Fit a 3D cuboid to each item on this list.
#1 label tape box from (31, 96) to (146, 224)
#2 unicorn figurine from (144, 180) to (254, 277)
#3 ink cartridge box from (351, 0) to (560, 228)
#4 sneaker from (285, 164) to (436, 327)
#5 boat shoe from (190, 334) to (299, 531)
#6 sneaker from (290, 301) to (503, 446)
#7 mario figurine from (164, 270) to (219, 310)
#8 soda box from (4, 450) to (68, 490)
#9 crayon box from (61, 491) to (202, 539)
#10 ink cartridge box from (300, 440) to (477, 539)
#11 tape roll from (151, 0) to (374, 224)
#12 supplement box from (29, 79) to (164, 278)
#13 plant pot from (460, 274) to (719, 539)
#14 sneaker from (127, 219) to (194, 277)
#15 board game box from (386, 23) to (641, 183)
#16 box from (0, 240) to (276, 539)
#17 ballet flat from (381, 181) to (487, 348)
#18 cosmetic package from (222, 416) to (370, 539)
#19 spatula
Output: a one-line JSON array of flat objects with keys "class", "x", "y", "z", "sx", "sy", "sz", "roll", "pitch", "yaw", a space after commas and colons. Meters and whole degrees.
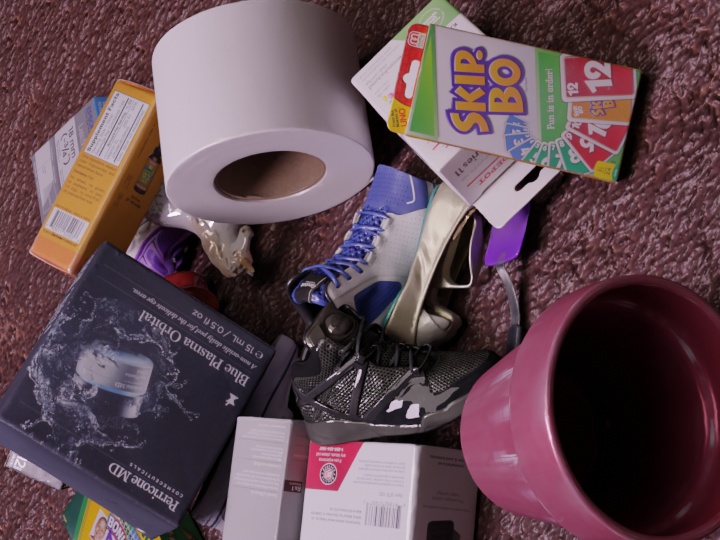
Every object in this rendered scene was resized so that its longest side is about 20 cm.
[{"class": "label tape box", "x": -0.282, "y": -0.113, "z": 2.036, "sx": 0.200, "sy": 0.063, "sz": 0.145, "roll": -36, "pitch": 57, "yaw": 38}, {"class": "unicorn figurine", "x": -0.158, "y": -0.068, "z": 1.856, "sx": 0.199, "sy": 0.074, "sz": 0.138, "roll": 10, "pitch": 77, "yaw": 26}, {"class": "ink cartridge box", "x": 0.094, "y": -0.141, "z": 1.597, "sx": 0.117, "sy": 0.067, "sz": 0.200, "roll": -44, "pitch": 48, "yaw": 3}, {"class": "sneaker", "x": 0.000, "y": 0.001, "z": 1.658, "sx": 0.080, "sy": 0.115, "sz": 0.201, "roll": 13, "pitch": 91, "yaw": 47}, {"class": "boat shoe", "x": -0.096, "y": 0.163, "z": 1.765, "sx": 0.201, "sy": 0.067, "sz": 0.074, "roll": -65, "pitch": 10, "yaw": -14}, {"class": "sneaker", "x": 0.023, "y": 0.081, "z": 1.567, "sx": 0.199, "sy": 0.076, "sz": 0.115, "roll": -11, "pitch": 115, "yaw": 30}, {"class": "mario figurine", "x": -0.187, "y": 0.087, "z": 1.846, "sx": 0.124, "sy": 0.105, "sz": 0.201, "roll": 113, "pitch": 173, "yaw": -58}, {"class": "soda box", "x": -0.297, "y": 0.123, "z": 1.901, "sx": 0.070, "sy": 0.063, "sz": 0.201, "roll": 21, "pitch": 94, "yaw": 11}, {"class": "crayon box", "x": -0.229, "y": 0.285, "z": 1.885, "sx": 0.119, "sy": 0.058, "sz": 0.200, "roll": -56, "pitch": 46, "yaw": 23}, {"class": "ink cartridge box", "x": 0.020, "y": 0.253, "z": 1.598, "sx": 0.145, "sy": 0.083, "sz": 0.201, "roll": -2, "pitch": 80, "yaw": 47}, {"class": "tape roll", "x": -0.093, "y": -0.148, "z": 1.733, "sx": 0.202, "sy": 0.202, "sz": 0.140, "roll": -29, "pitch": 61, "yaw": 40}, {"class": "supplement box", "x": -0.248, "y": -0.086, "z": 1.823, "sx": 0.069, "sy": 0.067, "sz": 0.201, "roll": 26, "pitch": 85, "yaw": 33}, {"class": "plant pot", "x": 0.174, "y": 0.117, "z": 1.395, "sx": 0.179, "sy": 0.199, "sz": 0.201, "roll": -22, "pitch": 64, "yaw": 59}, {"class": "sneaker", "x": -0.217, "y": 0.004, "z": 1.946, "sx": 0.083, "sy": 0.081, "sz": 0.200, "roll": 45, "pitch": 111, "yaw": 8}, {"class": "board game box", "x": 0.127, "y": -0.141, "z": 1.522, "sx": 0.199, "sy": 0.030, "sz": 0.096, "roll": 13, "pitch": 91, "yaw": 7}, {"class": "box", "x": -0.217, "y": 0.115, "z": 1.715, "sx": 0.201, "sy": 0.196, "sz": 0.117, "roll": -61, "pitch": 10, "yaw": -20}, {"class": "ballet flat", "x": 0.067, "y": 0.019, "z": 1.623, "sx": 0.069, "sy": 0.069, "sz": 0.201, "roll": 24, "pitch": 98, "yaw": 48}, {"class": "cosmetic package", "x": -0.064, "y": 0.239, "z": 1.679, "sx": 0.090, "sy": 0.106, "sz": 0.201, "roll": -3, "pitch": 80, "yaw": 47}, {"class": "spatula", "x": 0.130, "y": 0.032, "z": 1.575, "sx": 0.056, "sy": 0.020, "sz": 0.201, "roll": -19, "pitch": 69, "yaw": 58}]
